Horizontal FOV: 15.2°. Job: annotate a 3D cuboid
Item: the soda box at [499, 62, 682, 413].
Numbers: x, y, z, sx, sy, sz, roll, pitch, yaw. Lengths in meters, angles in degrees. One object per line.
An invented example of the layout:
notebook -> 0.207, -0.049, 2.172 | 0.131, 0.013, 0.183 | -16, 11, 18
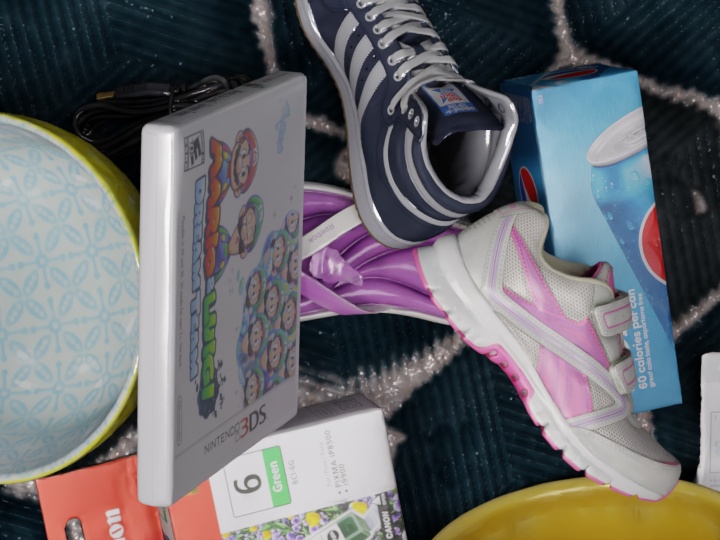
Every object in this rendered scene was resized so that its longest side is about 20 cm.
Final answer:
soda box -> 0.135, -0.017, 1.580 | 0.068, 0.064, 0.200 | -11, 101, -13

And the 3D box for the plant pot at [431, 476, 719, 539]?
plant pot -> 0.142, 0.244, 1.558 | 0.200, 0.201, 0.189 | -14, 112, -12

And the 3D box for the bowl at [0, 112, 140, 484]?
bowl -> -0.178, 0.009, 1.468 | 0.200, 0.108, 0.200 | 4, 99, 25

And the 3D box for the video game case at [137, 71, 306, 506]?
video game case -> -0.072, 0.005, 1.441 | 0.024, 0.182, 0.200 | 7, 105, 19

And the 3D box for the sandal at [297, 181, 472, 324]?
sandal -> 0.000, -0.008, 1.553 | 0.202, 0.050, 0.083 | 2, 95, -13

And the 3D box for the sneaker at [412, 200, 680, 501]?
sneaker -> 0.121, 0.043, 1.511 | 0.088, 0.081, 0.200 | -40, 101, 5

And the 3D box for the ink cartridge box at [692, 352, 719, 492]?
ink cartridge box -> 0.274, 0.146, 1.650 | 0.162, 0.057, 0.200 | -2, 92, -14

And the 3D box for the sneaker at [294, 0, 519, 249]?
sneaker -> 0.026, -0.117, 1.499 | 0.070, 0.108, 0.200 | -14, 89, -26

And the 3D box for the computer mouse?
computer mouse -> -0.101, -0.007, 1.514 | 0.109, 0.044, 0.200 | -4, 101, 17

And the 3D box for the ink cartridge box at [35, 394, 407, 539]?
ink cartridge box -> -0.077, 0.149, 1.554 | 0.200, 0.050, 0.109 | -13, 101, -13
